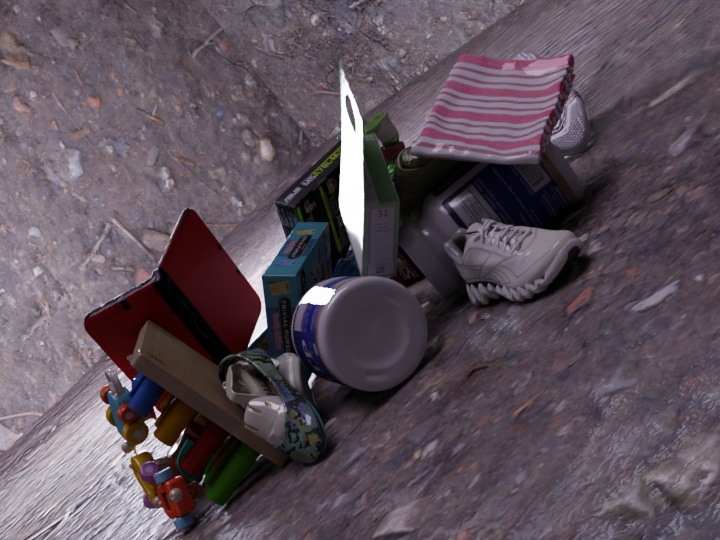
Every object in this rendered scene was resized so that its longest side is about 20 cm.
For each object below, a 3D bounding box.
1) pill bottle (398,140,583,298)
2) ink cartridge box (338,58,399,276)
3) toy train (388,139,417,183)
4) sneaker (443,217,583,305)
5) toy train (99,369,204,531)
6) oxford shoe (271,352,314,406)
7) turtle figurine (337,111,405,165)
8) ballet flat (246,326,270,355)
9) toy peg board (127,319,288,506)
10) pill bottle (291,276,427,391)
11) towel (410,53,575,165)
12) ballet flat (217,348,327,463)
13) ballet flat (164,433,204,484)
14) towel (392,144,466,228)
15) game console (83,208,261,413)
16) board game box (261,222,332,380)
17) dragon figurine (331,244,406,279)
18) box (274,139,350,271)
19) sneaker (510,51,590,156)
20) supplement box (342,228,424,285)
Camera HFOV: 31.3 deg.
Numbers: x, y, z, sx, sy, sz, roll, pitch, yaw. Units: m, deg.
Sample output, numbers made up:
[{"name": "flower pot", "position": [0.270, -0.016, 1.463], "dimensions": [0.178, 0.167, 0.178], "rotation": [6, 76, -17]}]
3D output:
[{"name": "pill bottle", "position": [0.142, -0.067, 1.444], "dimensions": [0.200, 0.116, 0.116], "rotation": [-38, 10, 4]}, {"name": "ink cartridge box", "position": [0.008, -0.114, 1.426], "dimensions": [0.047, 0.201, 0.146], "rotation": [-5, 37, -10]}, {"name": "toy train", "position": [0.085, -0.142, 1.587], "dimensions": [0.056, 0.042, 0.200], "rotation": [-10, 28, 47]}, {"name": "sneaker", "position": [0.149, -0.016, 1.305], "dimensions": [0.075, 0.081, 0.200], "rotation": [-42, 11, -24]}, {"name": "toy train", "position": [-0.237, 0.205, 1.493], "dimensions": [0.055, 0.201, 0.150], "rotation": [-22, -11, -25]}, {"name": "oxford shoe", "position": [-0.089, 0.136, 1.493], "dimensions": [0.057, 0.076, 0.200], "rotation": [-13, 5, -9]}, {"name": "turtle figurine", "position": [0.037, -0.111, 1.797], "dimensions": [0.199, 0.194, 0.144], "rotation": [-34, 19, 10]}, {"name": "ballet flat", "position": [-0.149, 0.140, 1.734], "dimensions": [0.200, 0.065, 0.070], "rotation": [-42, -2, 37]}, {"name": "toy peg board", "position": [-0.191, 0.167, 1.463], "dimensions": [0.098, 0.198, 0.200], "rotation": [-55, 10, 2]}, {"name": "pill bottle", "position": [-0.011, 0.066, 1.412], "dimensions": [0.120, 0.120, 0.200], "rotation": [-42, 10, -12]}, {"name": "towel", "position": [0.149, -0.182, 1.419], "dimensions": [0.145, 0.030, 0.201], "rotation": [4, 40, 21]}, {"name": "ballet flat", "position": [-0.103, 0.146, 1.374], "dimensions": [0.074, 0.074, 0.200], "rotation": [-40, 32, -7]}, {"name": "ballet flat", "position": [-0.211, 0.218, 1.642], "dimensions": [0.067, 0.068, 0.200], "rotation": [-42, 6, 31]}, {"name": "towel", "position": [0.113, -0.125, 1.488], "dimensions": [0.199, 0.037, 0.149], "rotation": [-30, -22, -23]}, {"name": "game console", "position": [-0.232, 0.055, 1.621], "dimensions": [0.171, 0.200, 0.119], "rotation": [-28, 39, 7]}, {"name": "board game box", "position": [-0.076, 0.041, 1.682], "dimensions": [0.046, 0.152, 0.200], "rotation": [0, 21, 11]}, {"name": "dragon figurine", "position": [0.000, 0.000, 1.610], "dimensions": [0.059, 0.099, 0.201], "rotation": [-52, -18, -46]}, {"name": "box", "position": [-0.030, -0.071, 1.889], "dimensions": [0.047, 0.201, 0.193], "rotation": [16, 48, 37]}, {"name": "sneaker", "position": [0.267, -0.203, 1.717], "dimensions": [0.075, 0.115, 0.201], "rotation": [-38, 44, 11]}, {"name": "supplement box", "position": [0.077, -0.055, 1.649], "dimensions": [0.061, 0.109, 0.200], "rotation": [-46, 11, -37]}]
